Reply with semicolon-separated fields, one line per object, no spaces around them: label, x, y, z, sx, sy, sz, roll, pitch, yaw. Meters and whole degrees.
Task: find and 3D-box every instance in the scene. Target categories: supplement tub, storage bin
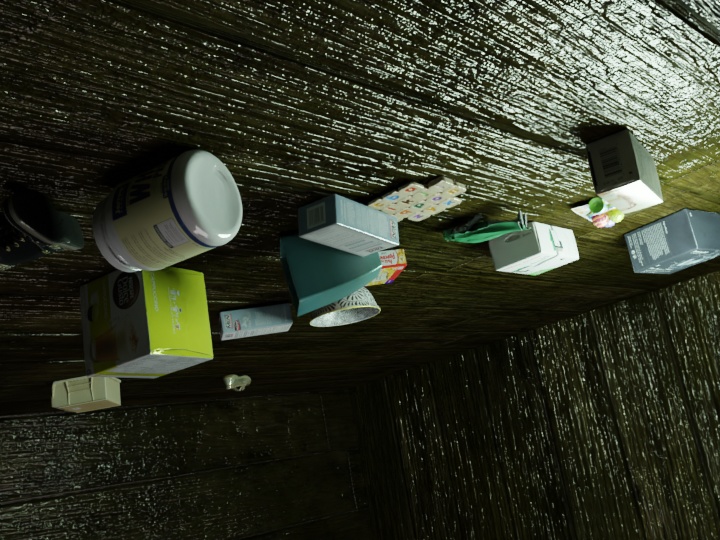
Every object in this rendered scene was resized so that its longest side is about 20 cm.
supplement tub;-0.295;-0.085;1.150;0.196;0.149;0.144;-18;164;26
storage bin;-0.975;0.440;2.685;0.193;0.096;0.200;-9;165;-5

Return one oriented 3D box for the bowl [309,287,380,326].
bowl;-0.049;0.081;2.036;0.196;0.097;0.201;-10;164;-3

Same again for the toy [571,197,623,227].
toy;0.590;-0.133;1.808;0.113;0.048;0.199;-17;163;28

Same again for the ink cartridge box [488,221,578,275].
ink cartridge box;0.441;-0.053;1.920;0.197;0.086;0.145;4;159;-46

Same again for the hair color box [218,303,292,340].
hair color box;-0.297;0.145;2.126;0.195;0.062;0.099;-7;165;-16

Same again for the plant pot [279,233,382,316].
plant pot;-0.061;-0.011;1.617;0.195;0.144;0.142;-16;167;-12

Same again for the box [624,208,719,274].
box;0.880;-0.077;2.093;0.193;0.120;0.199;1;160;-38

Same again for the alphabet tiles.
alphabet tiles;0.109;-0.138;1.504;0.197;0.015;0.194;-22;162;35

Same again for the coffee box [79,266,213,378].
coffee box;-0.465;0.113;1.643;0.194;0.205;0.199;-19;163;27

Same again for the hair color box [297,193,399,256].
hair color box;-0.021;-0.085;1.474;0.097;0.062;0.198;-16;160;36

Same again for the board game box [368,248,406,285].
board game box;0.000;0.000;1.867;0.195;0.047;0.152;-7;164;-14

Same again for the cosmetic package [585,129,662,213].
cosmetic package;0.511;-0.186;1.453;0.086;0.106;0.198;-17;162;31

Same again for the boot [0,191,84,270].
boot;-0.551;-0.054;1.199;0.150;0.075;0.204;-17;168;3

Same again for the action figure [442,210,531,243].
action figure;0.277;-0.095;1.708;0.196;0.056;0.117;-10;168;26

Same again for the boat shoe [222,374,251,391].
boat shoe;-0.528;0.488;3.235;0.070;0.067;0.200;-14;165;13
